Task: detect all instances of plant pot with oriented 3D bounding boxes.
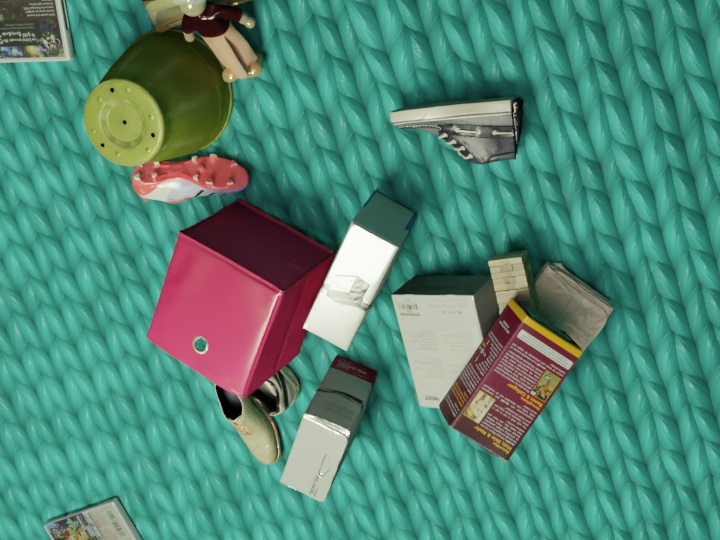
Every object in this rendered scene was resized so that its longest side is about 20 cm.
[{"bbox_3d":[-0.319,-0.246,1.680,0.197,0.193,0.203,6,114,13],"label":"plant pot"}]

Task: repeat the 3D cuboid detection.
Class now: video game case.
[{"bbox_3d":[-0.498,0.550,2.164,0.180,0.023,0.202,-21,106,23],"label":"video game case"},{"bbox_3d":[-0.562,-0.425,1.771,0.197,0.023,0.184,1,112,15],"label":"video game case"}]

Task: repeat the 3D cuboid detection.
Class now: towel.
[{"bbox_3d":[0.291,0.092,1.736,0.132,0.035,0.201,36,116,1],"label":"towel"}]

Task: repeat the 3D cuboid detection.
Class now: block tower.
[{"bbox_3d":[0.244,0.066,1.691,0.053,0.058,0.203,-8,110,19],"label":"block tower"}]

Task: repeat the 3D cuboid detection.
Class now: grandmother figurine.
[{"bbox_3d":[-0.210,-0.353,1.616,0.120,0.061,0.200,-16,149,18],"label":"grandmother figurine"}]

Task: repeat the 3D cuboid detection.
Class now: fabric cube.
[{"bbox_3d":[-0.186,0.040,1.747,0.195,0.200,0.201,30,118,13],"label":"fabric cube"}]

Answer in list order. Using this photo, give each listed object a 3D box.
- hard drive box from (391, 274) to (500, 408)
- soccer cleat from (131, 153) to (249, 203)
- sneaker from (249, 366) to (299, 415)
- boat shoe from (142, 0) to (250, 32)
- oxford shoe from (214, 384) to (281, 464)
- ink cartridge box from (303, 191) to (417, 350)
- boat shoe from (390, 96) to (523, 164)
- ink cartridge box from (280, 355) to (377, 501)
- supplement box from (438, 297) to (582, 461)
[{"bbox_3d":[0.150,0.114,1.737,0.154,0.077,0.203,1,113,37],"label":"hard drive box"},{"bbox_3d":[-0.272,-0.142,1.792,0.197,0.067,0.077,1,148,8],"label":"soccer cleat"},{"bbox_3d":[-0.187,0.160,1.873,0.200,0.088,0.076,43,119,-3],"label":"sneaker"},{"bbox_3d":[-0.229,-0.402,1.660,0.198,0.074,0.064,-7,127,17],"label":"boat shoe"},{"bbox_3d":[-0.204,0.261,1.927,0.070,0.074,0.202,-22,105,23],"label":"oxford shoe"},{"bbox_3d":[0.000,0.000,1.718,0.083,0.145,0.202,28,117,2],"label":"ink cartridge box"},{"bbox_3d":[0.143,-0.200,1.631,0.197,0.075,0.094,-2,104,16],"label":"boat shoe"},{"bbox_3d":[-0.049,0.255,1.809,0.082,0.200,0.147,22,117,5],"label":"ink cartridge box"},{"bbox_3d":[0.219,0.160,1.633,0.110,0.086,0.201,31,100,-16],"label":"supplement box"}]
